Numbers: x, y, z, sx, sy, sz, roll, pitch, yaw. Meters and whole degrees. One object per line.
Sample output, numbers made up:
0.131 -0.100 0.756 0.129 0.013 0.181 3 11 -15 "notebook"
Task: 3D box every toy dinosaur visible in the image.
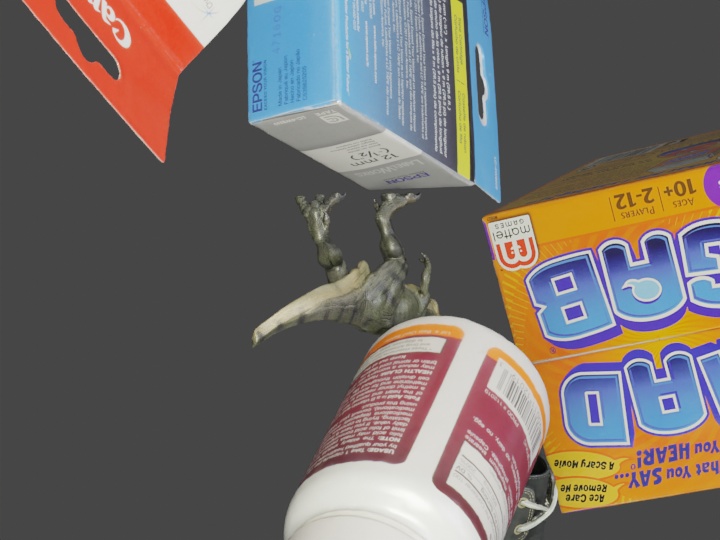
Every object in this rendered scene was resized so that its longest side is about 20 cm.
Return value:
0.000 0.000 1.705 0.200 0.047 0.089 3 82 -57 "toy dinosaur"

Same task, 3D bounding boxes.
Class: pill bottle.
0.025 0.125 1.622 0.114 0.114 0.200 63 32 -25 "pill bottle"

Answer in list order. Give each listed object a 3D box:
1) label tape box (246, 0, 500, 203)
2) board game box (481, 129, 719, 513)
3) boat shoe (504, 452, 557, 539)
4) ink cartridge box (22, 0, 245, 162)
0.009 -0.127 1.754 0.200 0.066 0.144 29 54 -57 "label tape box"
0.228 0.021 1.942 0.200 0.199 0.201 -26 102 -61 "board game box"
0.083 0.137 1.774 0.072 0.067 0.201 -52 126 -55 "boat shoe"
-0.112 -0.183 1.572 0.160 0.047 0.201 51 36 -40 "ink cartridge box"
